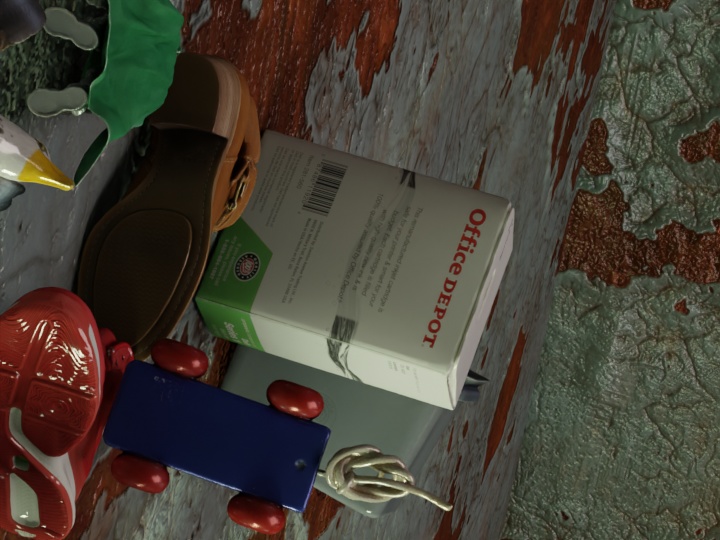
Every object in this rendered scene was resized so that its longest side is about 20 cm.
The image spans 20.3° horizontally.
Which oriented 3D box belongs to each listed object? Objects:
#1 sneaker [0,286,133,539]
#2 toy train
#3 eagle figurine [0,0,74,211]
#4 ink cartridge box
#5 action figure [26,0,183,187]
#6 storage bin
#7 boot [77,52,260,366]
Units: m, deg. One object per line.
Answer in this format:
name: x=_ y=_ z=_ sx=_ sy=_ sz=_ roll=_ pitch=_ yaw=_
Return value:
sneaker: x=-0.171 y=0.052 z=1.128 sx=0.201 sy=0.078 sz=0.116 roll=111 pitch=-3 yaw=-47
toy train: x=-0.049 y=0.108 z=1.175 sx=0.116 sy=0.198 sz=0.085 roll=155 pitch=-46 yaw=-83
eagle figurine: x=-0.184 y=-0.069 z=0.822 sx=0.151 sy=0.152 sz=0.200 roll=-32 pitch=-163 yaw=-5
ink cartridge box: x=0.000 y=0.000 z=1.474 sx=0.084 sy=0.198 sz=0.147 roll=77 pitch=33 yaw=-65
action figure: x=-0.130 y=-0.115 z=1.091 sx=0.200 sy=0.054 sz=0.119 roll=-43 pitch=147 yaw=-80
storage bin: x=-0.018 y=0.099 z=1.588 sx=0.135 sy=0.199 sz=0.145 roll=-62 pitch=168 yaw=2
boot: x=-0.108 y=-0.034 z=1.263 sx=0.155 sy=0.073 sz=0.202 roll=25 pitch=84 yaw=-82
